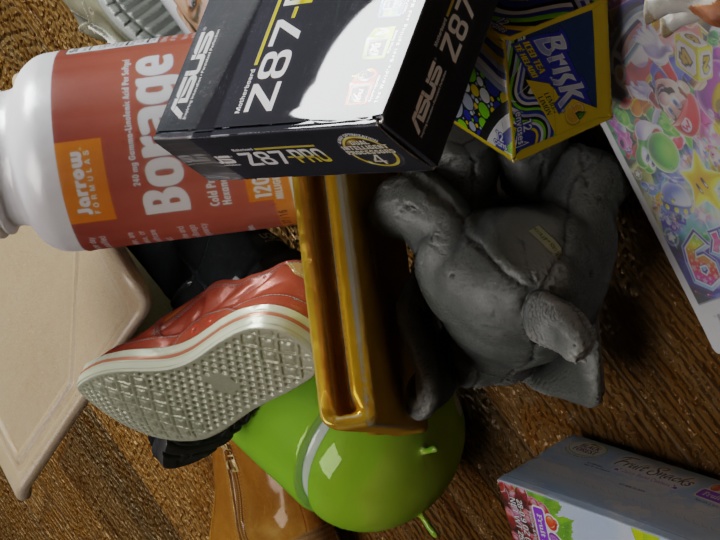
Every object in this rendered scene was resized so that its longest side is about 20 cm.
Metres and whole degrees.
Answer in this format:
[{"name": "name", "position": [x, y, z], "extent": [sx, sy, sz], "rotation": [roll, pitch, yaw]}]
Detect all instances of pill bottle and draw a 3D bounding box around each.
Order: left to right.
[{"name": "pill bottle", "position": [-0.123, -0.070, 1.240], "extent": [0.112, 0.200, 0.112], "rotation": [-8, -90, -86]}]

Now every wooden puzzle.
[{"name": "wooden puzzle", "position": [-0.200, 0.011, 1.371], "extent": [0.185, 0.037, 0.200], "rotation": [58, 132, 30]}]

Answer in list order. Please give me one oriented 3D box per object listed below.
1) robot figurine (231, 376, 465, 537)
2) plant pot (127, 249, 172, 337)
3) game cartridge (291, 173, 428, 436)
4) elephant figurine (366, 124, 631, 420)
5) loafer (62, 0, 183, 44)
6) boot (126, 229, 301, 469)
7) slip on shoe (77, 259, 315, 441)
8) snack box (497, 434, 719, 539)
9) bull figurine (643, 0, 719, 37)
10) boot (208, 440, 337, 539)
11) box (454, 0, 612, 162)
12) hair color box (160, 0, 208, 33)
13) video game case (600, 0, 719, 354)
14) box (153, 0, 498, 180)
[{"name": "robot figurine", "position": [-0.019, 0.081, 1.384], "extent": [0.200, 0.116, 0.176], "rotation": [39, 148, 35]}, {"name": "plant pot", "position": [-0.164, 0.000, 1.509], "extent": [0.200, 0.187, 0.187], "rotation": [44, 148, 6]}, {"name": "game cartridge", "position": [0.000, 0.000, 1.206], "extent": [0.200, 0.032, 0.176], "rotation": [35, -132, -80]}, {"name": "elephant figurine", "position": [0.074, 0.021, 1.193], "extent": [0.141, 0.155, 0.200], "rotation": [25, 143, 15]}, {"name": "loafer", "position": [-0.144, -0.177, 1.427], "extent": [0.200, 0.075, 0.070], "rotation": [45, 160, 31]}, {"name": "boot", "position": [-0.125, -0.006, 1.350], "extent": [0.200, 0.066, 0.165], "rotation": [47, 119, 28]}, {"name": "slip on shoe", "position": [-0.083, 0.045, 1.241], "extent": [0.074, 0.061, 0.200], "rotation": [40, 141, -23]}, {"name": "snack box", "position": [0.171, 0.205, 1.241], "extent": [0.169, 0.068, 0.200], "rotation": [16, 128, 52]}, {"name": "bull figurine", "position": [0.181, -0.133, 0.936], "extent": [0.121, 0.065, 0.200], "rotation": [5, 115, 18]}, {"name": "boot", "position": [-0.084, 0.165, 1.616], "extent": [0.201, 0.071, 0.144], "rotation": [-13, 97, 56]}, {"name": "box", "position": [0.043, -0.131, 1.145], "extent": [0.200, 0.064, 0.070], "rotation": [37, 142, 48]}, {"name": "hair color box", "position": [-0.092, -0.207, 1.319], "extent": [0.200, 0.061, 0.099], "rotation": [54, 149, 13]}, {"name": "video game case", "position": [0.171, -0.064, 1.071], "extent": [0.143, 0.018, 0.200], "rotation": [-25, 93, 60]}, {"name": "box", "position": [0.000, -0.141, 1.085], "extent": [0.161, 0.200, 0.049], "rotation": [0, 152, 47]}]
